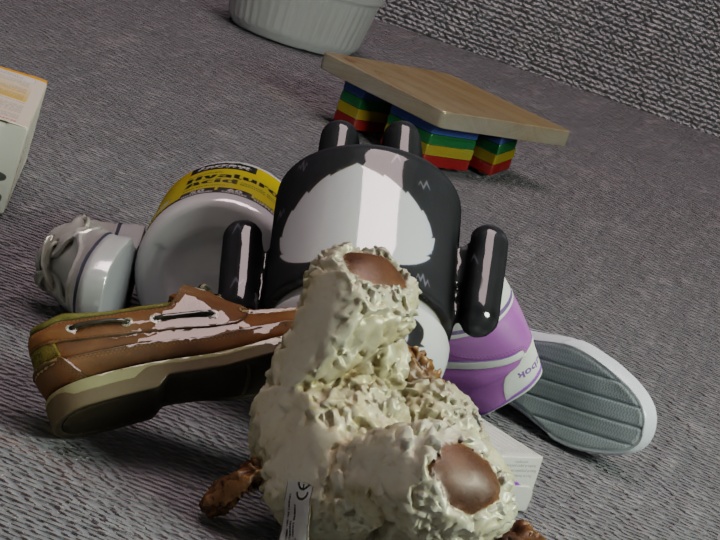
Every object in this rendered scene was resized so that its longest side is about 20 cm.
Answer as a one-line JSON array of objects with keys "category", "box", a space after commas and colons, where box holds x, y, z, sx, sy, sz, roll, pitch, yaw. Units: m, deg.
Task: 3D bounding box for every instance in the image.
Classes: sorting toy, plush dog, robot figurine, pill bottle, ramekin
[{"category": "sorting toy", "box": [0.083, -0.160, 2.650, 0.199, 0.070, 0.200, 5, 18, -44]}, {"category": "plush dog", "box": [0.017, 0.108, 1.387, 0.172, 0.160, 0.200, 24, 32, -49]}, {"category": "robot figurine", "box": [0.001, -0.001, 1.571, 0.150, 0.200, 0.125, -25, -44, 37]}, {"category": "pill bottle", "box": [-0.095, -0.016, 1.730, 0.111, 0.111, 0.200, 17, 11, -3]}, {"category": "ramekin", "box": [-0.074, -0.338, 3.122, 0.202, 0.094, 0.202, 16, 13, -4]}]

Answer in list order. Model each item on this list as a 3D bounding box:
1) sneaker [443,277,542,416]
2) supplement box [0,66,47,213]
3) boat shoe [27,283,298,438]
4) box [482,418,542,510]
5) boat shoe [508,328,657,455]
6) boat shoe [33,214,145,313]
[{"category": "sneaker", "box": [0.033, 0.059, 1.722, 0.200, 0.114, 0.073, 1, 45, 38]}, {"category": "supplement box", "box": [-0.319, -0.115, 1.921, 0.126, 0.074, 0.200, 17, 13, -6]}, {"category": "boat shoe", "box": [-0.094, 0.038, 1.436, 0.200, 0.072, 0.068, -10, 66, -25]}, {"category": "box", "box": [0.036, 0.096, 1.599, 0.041, 0.039, 0.200, 4, 19, -42]}, {"category": "boat shoe", "box": [0.138, 0.072, 1.752, 0.200, 0.074, 0.067, 26, 18, 36]}, {"category": "boat shoe", "box": [-0.185, -0.003, 1.652, 0.066, 0.072, 0.200, 12, 13, -2]}]
